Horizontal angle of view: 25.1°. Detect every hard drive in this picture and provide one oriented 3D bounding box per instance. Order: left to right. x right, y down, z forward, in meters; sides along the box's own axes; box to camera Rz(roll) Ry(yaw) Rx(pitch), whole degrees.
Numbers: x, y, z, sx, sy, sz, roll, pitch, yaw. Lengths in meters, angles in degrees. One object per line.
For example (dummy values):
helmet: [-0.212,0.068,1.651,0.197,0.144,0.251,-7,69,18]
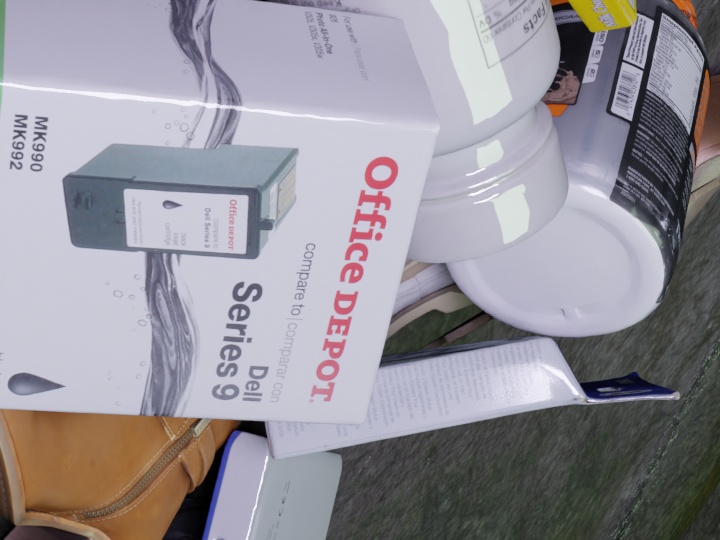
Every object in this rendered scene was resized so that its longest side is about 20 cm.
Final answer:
hard drive: [-0.054,0.162,0.917,0.200,0.025,0.132,41,62,-77]

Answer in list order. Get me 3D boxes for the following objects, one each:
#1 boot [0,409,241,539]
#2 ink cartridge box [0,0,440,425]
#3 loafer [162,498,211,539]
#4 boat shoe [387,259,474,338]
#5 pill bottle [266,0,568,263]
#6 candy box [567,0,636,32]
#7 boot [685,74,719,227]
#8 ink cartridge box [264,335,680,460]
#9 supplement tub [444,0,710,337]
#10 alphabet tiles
boot: [-0.125,0.064,0.759,0.155,0.077,0.200,-48,138,-32]
ink cartridge box: [-0.084,-0.025,0.604,0.200,0.084,0.146,4,125,-14]
loafer: [-0.112,0.175,0.891,0.200,0.072,0.073,0,119,-58]
boat shoe: [0.000,0.000,0.888,0.200,0.075,0.068,-23,111,-33]
pill bottle: [0.022,-0.109,0.685,0.114,0.114,0.200,-38,125,-28]
candy box: [0.090,-0.213,0.696,0.102,0.026,0.200,34,51,-55]
boot: [0.218,-0.050,1.170,0.200,0.070,0.146,-30,149,-36]
ink cartridge box: [0.057,0.059,0.862,0.200,0.200,0.041,30,51,-86]
supplement tub: [0.121,-0.072,0.869,0.123,0.122,0.200,90,15,-47]
alphabet tiles: [0.128,-0.001,1.001,0.167,0.008,0.200,-31,177,28]
